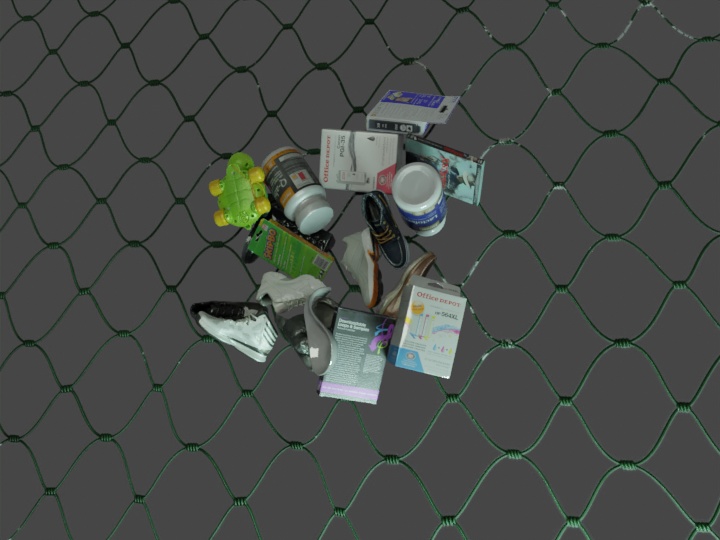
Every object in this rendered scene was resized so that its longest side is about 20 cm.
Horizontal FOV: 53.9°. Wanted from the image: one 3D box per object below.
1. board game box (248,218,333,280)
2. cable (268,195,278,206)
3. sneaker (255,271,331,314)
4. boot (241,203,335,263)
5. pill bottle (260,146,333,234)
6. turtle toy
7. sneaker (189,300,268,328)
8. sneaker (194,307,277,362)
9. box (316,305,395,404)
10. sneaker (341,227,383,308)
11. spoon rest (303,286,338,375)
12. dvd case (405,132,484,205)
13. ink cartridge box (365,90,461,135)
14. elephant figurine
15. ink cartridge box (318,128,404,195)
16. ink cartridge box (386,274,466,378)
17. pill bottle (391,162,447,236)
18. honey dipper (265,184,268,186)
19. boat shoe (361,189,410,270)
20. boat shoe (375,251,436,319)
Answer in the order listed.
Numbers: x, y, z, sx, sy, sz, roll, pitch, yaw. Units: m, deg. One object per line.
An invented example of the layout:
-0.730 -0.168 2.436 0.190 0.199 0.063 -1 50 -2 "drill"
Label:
-0.169 -0.041 1.709 0.198 0.030 0.096 31 116 -4 "board game box"
-0.244 -0.176 1.814 0.196 0.050 0.099 -10 65 11 "cable"
-0.163 0.066 1.688 0.197 0.078 0.100 2 50 29 "sneaker"
-0.181 -0.054 1.762 0.198 0.066 0.167 27 93 8 "boot"
-0.153 -0.194 1.722 0.115 0.117 0.201 -33 66 0 "pill bottle"
-0.285 -0.194 1.720 0.143 0.101 0.204 -14 79 12 "turtle toy"
-0.323 0.108 1.722 0.196 0.091 0.077 -5 69 10 "sneaker"
-0.284 0.122 1.673 0.199 0.076 0.116 32 93 -18 "sneaker"
-0.010 0.190 1.587 0.141 0.036 0.204 12 95 -19 "box"
0.000 0.000 1.701 0.090 0.076 0.203 -13 63 16 "sneaker"
-0.089 0.129 1.539 0.060 0.099 0.203 12 55 -28 "spoon rest"
0.198 -0.241 1.690 0.197 0.147 0.022 23 60 17 "dvd case"
0.135 -0.388 1.745 0.196 0.044 0.199 8 34 17 "ink cartridge box"
-0.070 0.130 1.651 0.199 0.141 0.156 -36 110 -9 "elephant figurine"
0.001 -0.269 1.749 0.196 0.083 0.149 7 100 14 "ink cartridge box"
0.146 0.119 1.558 0.126 0.125 0.204 13 87 -5 "ink cartridge box"
0.142 -0.158 1.645 0.114 0.200 0.118 -4 72 12 "pill bottle"
-0.281 -0.189 1.791 0.038 0.038 0.200 36 74 20 "honey dipper"
0.053 -0.091 1.671 0.070 0.091 0.203 -21 92 20 "boat shoe"
0.119 0.047 1.657 0.071 0.076 0.201 38 91 15 "boat shoe"
